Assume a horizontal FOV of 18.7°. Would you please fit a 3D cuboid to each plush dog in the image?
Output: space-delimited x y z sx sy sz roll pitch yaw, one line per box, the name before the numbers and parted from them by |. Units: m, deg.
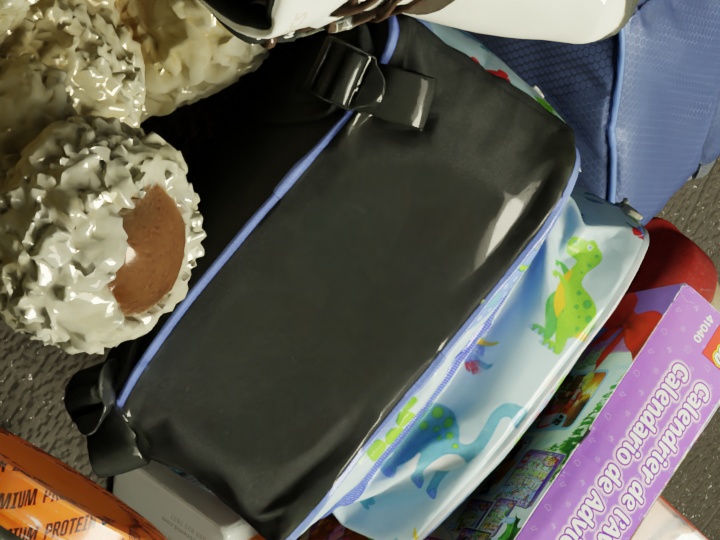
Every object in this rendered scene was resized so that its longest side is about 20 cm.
plush dog | -0.127 -0.087 0.656 0.172 0.160 0.200 60 36 -37

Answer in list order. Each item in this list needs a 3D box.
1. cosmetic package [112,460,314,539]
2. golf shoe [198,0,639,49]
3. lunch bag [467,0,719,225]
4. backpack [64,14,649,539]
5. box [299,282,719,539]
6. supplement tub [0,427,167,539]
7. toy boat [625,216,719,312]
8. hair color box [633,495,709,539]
cosmetic package | -0.056 0.160 0.964 0.101 0.071 0.200 -24 133 -41
golf shoe | -0.005 -0.094 0.640 0.200 0.078 0.095 21 57 -23
lunch bag | 0.090 -0.104 0.884 0.132 0.136 0.200 -41 150 -29
backpack | 0.000 0.000 0.787 0.147 0.200 0.183 35 98 -12
box | 0.050 0.077 0.825 0.039 0.200 0.137 41 71 -13
supplement tub | -0.160 0.159 0.782 0.200 0.122 0.122 -58 146 -2
toy boat | 0.062 0.031 1.001 0.200 0.130 0.131 -46 114 -20
hair color box | 0.050 0.162 0.910 0.111 0.064 0.200 41 86 -14
